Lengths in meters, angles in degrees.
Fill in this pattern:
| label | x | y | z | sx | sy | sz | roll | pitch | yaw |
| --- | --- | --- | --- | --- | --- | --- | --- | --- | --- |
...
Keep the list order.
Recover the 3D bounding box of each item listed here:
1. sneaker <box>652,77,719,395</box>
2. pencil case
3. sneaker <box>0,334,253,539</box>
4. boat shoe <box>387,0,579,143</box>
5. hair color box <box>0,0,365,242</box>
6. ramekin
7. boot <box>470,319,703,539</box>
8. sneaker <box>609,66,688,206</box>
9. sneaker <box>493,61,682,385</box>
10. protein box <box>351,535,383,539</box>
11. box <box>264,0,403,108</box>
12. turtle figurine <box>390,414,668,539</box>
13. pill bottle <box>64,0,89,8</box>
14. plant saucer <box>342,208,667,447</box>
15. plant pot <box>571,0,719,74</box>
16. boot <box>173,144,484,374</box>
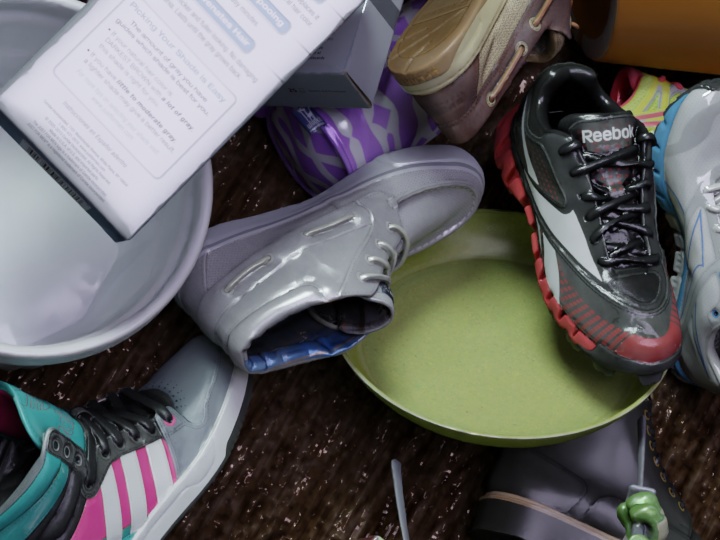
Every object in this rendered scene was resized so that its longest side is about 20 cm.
| label | x | y | z | sx | sy | sz | roll | pitch | yaw |
| --- | --- | --- | --- | --- | --- | --- | --- | --- | --- |
| sneaker | 0.222 | -0.013 | 1.275 | 0.074 | 0.087 | 0.202 | -12 | 113 | -14 |
| pencil case | 0.028 | -0.121 | 1.285 | 0.200 | 0.084 | 0.085 | -37 | 69 | -27 |
| sneaker | -0.148 | 0.087 | 1.141 | 0.201 | 0.083 | 0.121 | -55 | 129 | -23 |
| boat shoe | 0.087 | -0.150 | 1.238 | 0.072 | 0.072 | 0.200 | 54 | 46 | -24 |
| hair color box | -0.087 | -0.120 | 1.103 | 0.099 | 0.061 | 0.200 | 45 | 81 | -8 |
| ramekin | -0.188 | -0.040 | 1.163 | 0.199 | 0.105 | 0.202 | 5 | 74 | -20 |
| boot | 0.177 | 0.124 | 1.273 | 0.199 | 0.077 | 0.139 | 23 | 71 | -15 |
| sneaker | 0.197 | -0.091 | 1.343 | 0.199 | 0.078 | 0.091 | -13 | 74 | -26 |
| sneaker | 0.134 | -0.034 | 1.211 | 0.070 | 0.098 | 0.201 | -7 | 57 | -19 |
| protein box | 0.002 | 0.256 | 1.095 | 0.135 | 0.200 | 0.199 | -42 | 93 | -16 |
| box | -0.041 | -0.190 | 1.241 | 0.041 | 0.155 | 0.201 | 48 | 53 | -52 |
| turtle figurine | 0.088 | 0.150 | 1.119 | 0.143 | 0.194 | 0.202 | 14 | 80 | -5 |
| pill bottle | -0.169 | -0.202 | 1.181 | 0.198 | 0.113 | 0.114 | 13 | 70 | 2 |
| plant saucer | 0.080 | 0.037 | 1.238 | 0.198 | 0.031 | 0.201 | 2 | 40 | -2 |
| plant pot | 0.224 | -0.202 | 1.326 | 0.182 | 0.200 | 0.202 | -7 | 78 | -11 |
| boot | 0.000 | 0.000 | 1.198 | 0.199 | 0.074 | 0.096 | -23 | 44 | -19 |
